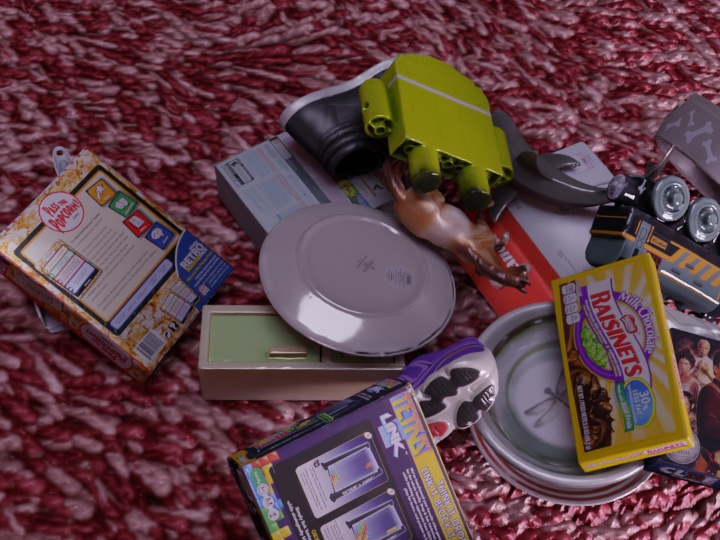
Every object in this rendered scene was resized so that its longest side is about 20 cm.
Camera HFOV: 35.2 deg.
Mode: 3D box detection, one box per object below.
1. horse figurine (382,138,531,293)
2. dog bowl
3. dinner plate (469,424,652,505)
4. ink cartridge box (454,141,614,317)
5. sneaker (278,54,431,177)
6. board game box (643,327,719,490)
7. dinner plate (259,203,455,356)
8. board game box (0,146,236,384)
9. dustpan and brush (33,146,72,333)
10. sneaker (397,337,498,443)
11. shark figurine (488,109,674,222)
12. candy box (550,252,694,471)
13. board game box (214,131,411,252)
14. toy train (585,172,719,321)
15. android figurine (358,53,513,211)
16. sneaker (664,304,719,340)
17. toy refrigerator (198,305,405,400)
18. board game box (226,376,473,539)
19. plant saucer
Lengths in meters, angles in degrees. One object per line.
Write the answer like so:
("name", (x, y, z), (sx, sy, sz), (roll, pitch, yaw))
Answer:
("horse figurine", (0.092, -0.057, 1.168), (0.200, 0.050, 0.133), (36, 31, -6))
("dog bowl", (0.398, -0.105, 1.218), (0.059, 0.200, 0.200), (-47, 64, 8))
("dinner plate", (0.203, 0.144, 1.128), (0.200, 0.024, 0.200), (2, 56, -2))
("ink cartridge box", (0.207, -0.043, 1.245), (0.200, 0.057, 0.163), (-21, 59, -22))
("sneaker", (0.019, -0.164, 1.238), (0.200, 0.071, 0.099), (-27, 72, -25))
("board game box", (0.368, 0.143, 1.054), (0.200, 0.035, 0.136), (15, 62, -5))
("dinner plate", (0.000, 0.000, 1.126), (0.200, 0.024, 0.200), (10, 48, -11))
("board game box", (-0.251, -0.007, 1.152), (0.200, 0.046, 0.152), (40, 59, -5))
("dustpan and brush", (-0.296, -0.045, 1.214), (0.139, 0.057, 0.200), (-17, 57, -14))
("sneaker", (0.044, 0.133, 1.074), (0.200, 0.081, 0.083), (-31, 21, 15))
("shark figurine", (0.213, -0.107, 1.215), (0.214, 0.090, 0.128), (19, 70, 23))
("candy box", (0.239, 0.082, 1.057), (0.102, 0.026, 0.200), (-17, 52, 19))
("board game box", (-0.038, -0.094, 1.260), (0.200, 0.064, 0.148), (-28, 61, -19))
("toy train", (0.323, -0.024, 1.174), (0.200, 0.085, 0.114), (26, 85, -26))
("android figurine", (0.081, -0.151, 1.179), (0.182, 0.041, 0.200), (16, 45, -27))
("sneaker", (0.351, 0.082, 1.141), (0.200, 0.075, 0.081), (40, 77, 15))
("toy refrigerator", (-0.058, 0.081, 1.132), (0.200, 0.070, 0.076), (1, 55, -2))
("board game box", (0.000, 0.217, 0.983), (0.165, 0.057, 0.200), (-24, 98, -19))
("plant saucer", (0.198, 0.124, 1.097), (0.200, 0.050, 0.200), (1, 55, -1))
